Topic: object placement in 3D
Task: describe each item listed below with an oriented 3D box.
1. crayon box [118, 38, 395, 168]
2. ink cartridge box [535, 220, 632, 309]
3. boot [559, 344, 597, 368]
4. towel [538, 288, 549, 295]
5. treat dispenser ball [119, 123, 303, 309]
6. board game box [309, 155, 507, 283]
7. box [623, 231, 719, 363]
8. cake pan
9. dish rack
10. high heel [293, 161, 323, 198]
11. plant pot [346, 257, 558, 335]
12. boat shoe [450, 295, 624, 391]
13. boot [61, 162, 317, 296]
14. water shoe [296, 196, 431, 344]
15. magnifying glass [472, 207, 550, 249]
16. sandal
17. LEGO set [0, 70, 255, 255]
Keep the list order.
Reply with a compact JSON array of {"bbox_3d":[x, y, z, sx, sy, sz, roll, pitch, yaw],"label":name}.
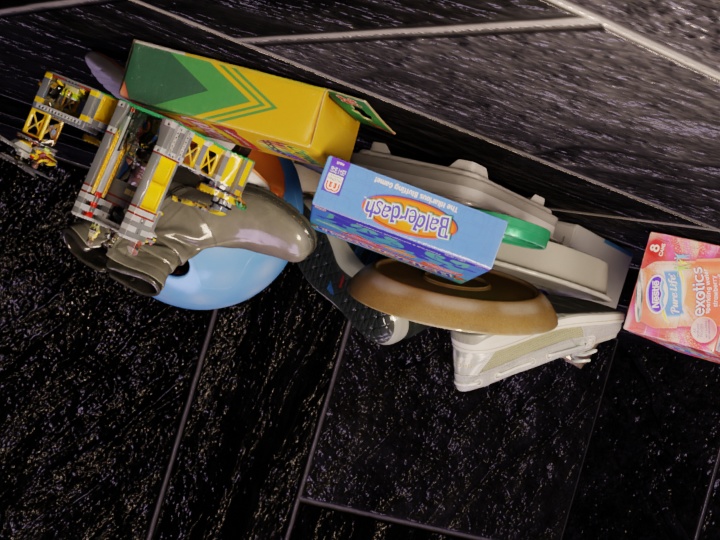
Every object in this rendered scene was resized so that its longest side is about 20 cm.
[{"bbox_3d":[-0.081,-0.128,1.206,0.199,0.051,0.127,16,177,15],"label":"crayon box"},{"bbox_3d":[0.180,-0.016,1.663,0.199,0.085,0.144,17,178,38],"label":"ink cartridge box"},{"bbox_3d":[0.232,0.043,1.971,0.199,0.147,0.070,16,180,21],"label":"boot"},{"bbox_3d":[0.116,0.029,1.590,0.199,0.050,0.148,17,174,23],"label":"towel"},{"bbox_3d":[-0.156,-0.062,1.458,0.200,0.202,0.201,16,178,1],"label":"treat dispenser ball"},{"bbox_3d":[0.034,-0.039,1.246,0.151,0.045,0.200,20,176,-1],"label":"board game box"},{"bbox_3d":[0.345,0.034,1.474,0.094,0.103,0.200,16,179,28],"label":"box"},{"bbox_3d":[0.155,-0.012,1.455,0.199,0.037,0.200,16,178,0],"label":"cake pan"},{"bbox_3d":[0.089,-0.075,1.403,0.171,0.044,0.200,14,177,35],"label":"dish rack"},{"bbox_3d":[-0.022,-0.083,1.585,0.142,0.072,0.200,23,167,-14],"label":"high heel"},{"bbox_3d":[0.087,0.019,1.372,0.199,0.028,0.200,8,-168,-2],"label":"plant pot"},{"bbox_3d":[0.171,0.068,1.430,0.201,0.065,0.074,-11,-160,-36],"label":"boat shoe"},{"bbox_3d":[-0.149,-0.021,1.290,0.199,0.131,0.068,21,142,15],"label":"boot"},{"bbox_3d":[0.000,0.000,1.505,0.079,0.072,0.200,-10,-131,-37],"label":"water shoe"},{"bbox_3d":[0.094,-0.042,1.346,0.079,0.023,0.200,18,178,-34],"label":"magnifying glass"},{"bbox_3d":[-0.153,-0.146,1.327,0.206,0.059,0.079,38,171,0],"label":"sandal"},{"bbox_3d":[-0.198,-0.075,1.215,0.199,0.116,0.154,24,180,19],"label":"LEGO set"}]
